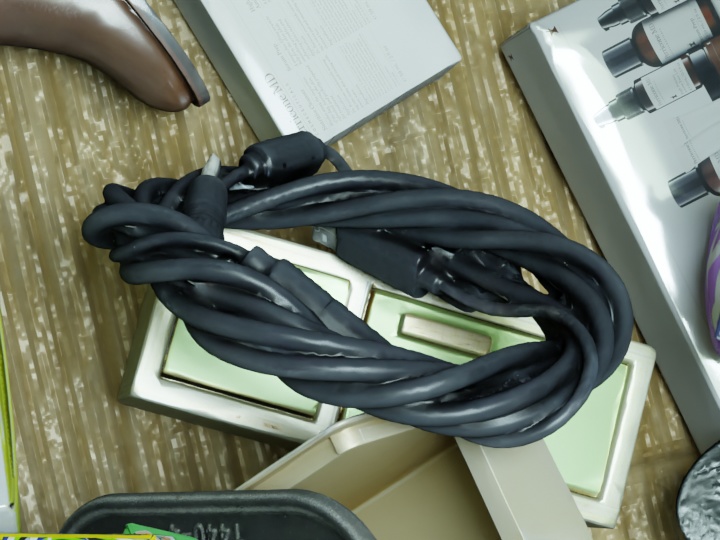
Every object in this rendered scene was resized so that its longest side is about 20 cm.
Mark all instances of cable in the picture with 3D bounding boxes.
[{"bbox_3d":[0.000,0.000,0.747,0.163,0.200,0.051,-1,116,-41],"label":"cable"}]

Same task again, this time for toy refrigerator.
[{"bbox_3d":[0.010,0.042,0.861,0.199,0.070,0.076,17,82,-9],"label":"toy refrigerator"}]

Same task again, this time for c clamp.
[{"bbox_3d":[-0.053,0.158,0.736,0.027,0.199,0.172,0,79,-47],"label":"c clamp"}]

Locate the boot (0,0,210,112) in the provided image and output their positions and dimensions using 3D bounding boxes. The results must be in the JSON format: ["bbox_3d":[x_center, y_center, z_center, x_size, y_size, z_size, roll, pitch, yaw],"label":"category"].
[{"bbox_3d":[-0.185,-0.061,0.840,0.186,0.064,0.200,40,81,-5],"label":"boot"}]

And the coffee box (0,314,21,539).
[{"bbox_3d":[-0.218,0.046,0.719,0.197,0.200,0.201,-7,60,-12],"label":"coffee box"}]

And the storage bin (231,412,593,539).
[{"bbox_3d":[0.007,0.173,0.759,0.094,0.198,0.201,-7,67,-49],"label":"storage bin"}]

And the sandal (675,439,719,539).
[{"bbox_3d":[0.220,0.104,0.826,0.199,0.048,0.076,13,95,13],"label":"sandal"}]

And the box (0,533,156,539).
[{"bbox_3d":[-0.127,0.155,0.677,0.070,0.200,0.065,4,54,-31],"label":"box"}]

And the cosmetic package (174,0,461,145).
[{"bbox_3d":[-0.049,-0.146,0.878,0.082,0.051,0.201,-31,91,-15],"label":"cosmetic package"}]

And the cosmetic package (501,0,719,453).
[{"bbox_3d":[0.142,-0.025,0.896,0.082,0.051,0.201,-27,91,-11],"label":"cosmetic package"}]

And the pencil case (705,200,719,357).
[{"bbox_3d":[0.228,0.000,0.824,0.199,0.084,0.086,2,113,-5],"label":"pencil case"}]

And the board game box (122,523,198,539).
[{"bbox_3d":[-0.079,0.199,0.678,0.029,0.135,0.201,15,104,-23],"label":"board game box"}]
